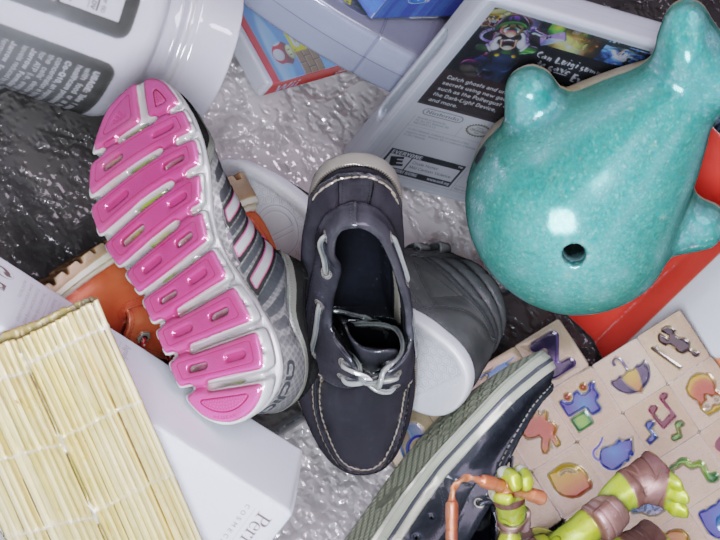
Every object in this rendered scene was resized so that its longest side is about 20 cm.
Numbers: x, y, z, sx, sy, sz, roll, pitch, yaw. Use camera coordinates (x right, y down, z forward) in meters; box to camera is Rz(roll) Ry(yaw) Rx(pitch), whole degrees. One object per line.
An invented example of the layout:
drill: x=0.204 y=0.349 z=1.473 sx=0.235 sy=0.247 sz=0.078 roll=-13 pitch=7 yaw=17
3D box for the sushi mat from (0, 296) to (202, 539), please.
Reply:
sushi mat: x=-0.135 y=0.117 z=1.361 sx=0.012 sy=0.095 sz=0.201 roll=-86 pitch=155 yaw=-71

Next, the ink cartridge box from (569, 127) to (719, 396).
ink cartridge box: x=0.207 y=0.024 z=1.619 sx=0.200 sy=0.162 sz=0.050 roll=43 pitch=29 yaw=-3

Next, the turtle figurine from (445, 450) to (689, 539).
turtle figurine: x=0.103 y=0.173 z=1.481 sx=0.161 sy=0.064 sz=0.201 roll=-24 pitch=117 yaw=-27

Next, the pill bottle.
pill bottle: x=-0.175 y=-0.153 z=1.529 sx=0.199 sy=0.114 sz=0.115 roll=19 pitch=54 yaw=-21

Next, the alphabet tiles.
alphabet tiles: x=0.134 y=0.113 z=1.578 sx=0.199 sy=0.008 sz=0.168 roll=-31 pitch=80 yaw=-17

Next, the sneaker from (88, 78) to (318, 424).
sneaker: x=-0.078 y=-0.006 z=1.439 sx=0.087 sy=0.074 sz=0.201 roll=18 pitch=43 yaw=-59

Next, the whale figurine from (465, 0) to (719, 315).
whale figurine: x=0.146 y=-0.058 z=1.550 sx=0.159 sy=0.200 sz=0.104 roll=38 pitch=27 yaw=-14

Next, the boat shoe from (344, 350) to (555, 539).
boat shoe: x=0.052 y=0.126 z=1.517 sx=0.062 sy=0.075 sz=0.200 roll=43 pitch=63 yaw=-8

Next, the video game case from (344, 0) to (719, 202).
video game case: x=0.117 y=-0.093 z=1.623 sx=0.199 sy=0.182 sz=0.024 roll=13 pitch=53 yaw=-24

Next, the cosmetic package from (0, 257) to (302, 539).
cosmetic package: x=-0.140 y=0.092 z=1.400 sx=0.199 sy=0.102 sz=0.071 roll=33 pitch=21 yaw=-10

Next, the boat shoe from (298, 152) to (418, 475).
boat shoe: x=-0.004 y=0.037 z=1.475 sx=0.072 sy=0.201 sz=0.063 roll=-1 pitch=33 yaw=-1

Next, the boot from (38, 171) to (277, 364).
boot: x=-0.117 y=0.031 z=1.484 sx=0.199 sy=0.075 sz=0.108 roll=-27 pitch=91 yaw=-34

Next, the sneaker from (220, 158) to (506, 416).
sneaker: x=0.000 y=0.000 z=1.581 sx=0.200 sy=0.071 sz=0.099 roll=39 pitch=28 yaw=11

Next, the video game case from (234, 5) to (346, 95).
video game case: x=-0.017 y=-0.193 z=1.710 sx=0.199 sy=0.017 sz=0.144 roll=-19 pitch=74 yaw=-37

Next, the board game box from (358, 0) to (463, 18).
board game box: x=0.027 y=-0.242 z=1.692 sx=0.199 sy=0.043 sz=0.200 roll=-7 pitch=56 yaw=-50

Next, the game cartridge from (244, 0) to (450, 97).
game cartridge: x=-0.034 y=-0.188 z=1.637 sx=0.199 sy=0.041 sz=0.133 roll=34 pitch=35 yaw=-10
